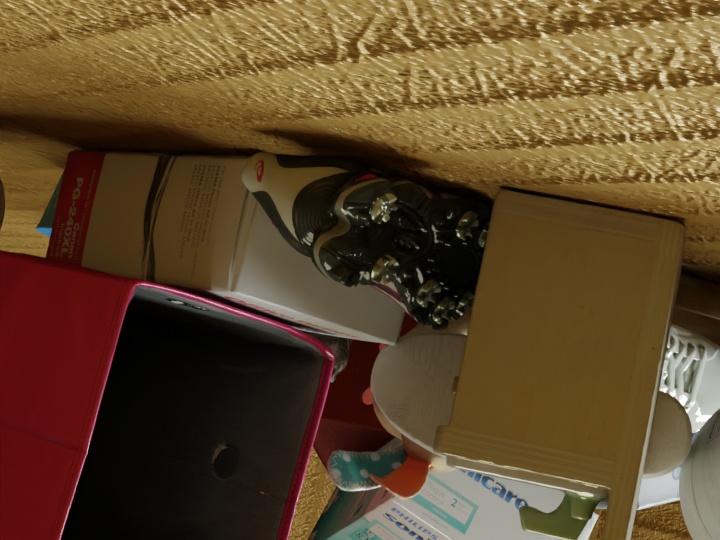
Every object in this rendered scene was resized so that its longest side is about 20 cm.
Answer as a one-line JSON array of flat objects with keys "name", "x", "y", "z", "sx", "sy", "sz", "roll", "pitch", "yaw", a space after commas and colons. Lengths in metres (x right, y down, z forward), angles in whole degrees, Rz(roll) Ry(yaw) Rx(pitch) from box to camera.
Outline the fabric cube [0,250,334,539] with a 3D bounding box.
[{"name": "fabric cube", "x": -0.167, "y": 0.104, "z": 1.073, "sx": 0.198, "sy": 0.201, "sz": 0.196, "roll": 11, "pitch": 173, "yaw": 39}]

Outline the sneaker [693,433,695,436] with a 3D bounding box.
[{"name": "sneaker", "x": 0.272, "y": 0.111, "z": 1.233, "sx": 0.199, "sy": 0.074, "sz": 0.082, "roll": 8, "pitch": -174, "yaw": -32}]

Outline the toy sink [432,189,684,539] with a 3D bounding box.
[{"name": "toy sink", "x": 0.108, "y": 0.070, "z": 0.982, "sx": 0.111, "sy": 0.201, "sz": 0.130, "roll": 10, "pitch": 175, "yaw": 11}]

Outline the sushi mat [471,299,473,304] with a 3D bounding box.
[{"name": "sushi mat", "x": 0.125, "y": 0.026, "z": 1.305, "sx": 0.199, "sy": 0.012, "sz": 0.096, "roll": 14, "pitch": -165, "yaw": -16}]

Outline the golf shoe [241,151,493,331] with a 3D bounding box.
[{"name": "golf shoe", "x": 0.014, "y": -0.026, "z": 0.984, "sx": 0.088, "sy": 0.077, "sz": 0.200, "roll": 32, "pitch": -178, "yaw": 30}]

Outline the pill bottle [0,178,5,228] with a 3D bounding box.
[{"name": "pill bottle", "x": -0.325, "y": -0.049, "z": 1.164, "sx": 0.199, "sy": 0.113, "sz": 0.112, "roll": 7, "pitch": 172, "yaw": 42}]

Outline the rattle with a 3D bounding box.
[{"name": "rattle", "x": 0.065, "y": 0.124, "z": 1.190, "sx": 0.129, "sy": 0.201, "sz": 0.144, "roll": 7, "pitch": 132, "yaw": 16}]

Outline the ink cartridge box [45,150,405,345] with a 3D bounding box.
[{"name": "ink cartridge box", "x": -0.080, "y": -0.016, "z": 1.105, "sx": 0.145, "sy": 0.084, "sz": 0.199, "roll": 19, "pitch": 172, "yaw": -41}]

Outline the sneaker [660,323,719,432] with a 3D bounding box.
[{"name": "sneaker", "x": 0.177, "y": 0.063, "z": 1.131, "sx": 0.199, "sy": 0.073, "sz": 0.085, "roll": 16, "pitch": 175, "yaw": -23}]

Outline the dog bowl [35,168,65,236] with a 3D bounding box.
[{"name": "dog bowl", "x": -0.137, "y": -0.030, "z": 1.270, "sx": 0.199, "sy": 0.050, "sz": 0.111, "roll": 18, "pitch": 171, "yaw": -42}]

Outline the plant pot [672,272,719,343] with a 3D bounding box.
[{"name": "plant pot", "x": 0.173, "y": 0.016, "z": 1.181, "sx": 0.199, "sy": 0.028, "sz": 0.200, "roll": 12, "pitch": 175, "yaw": 1}]

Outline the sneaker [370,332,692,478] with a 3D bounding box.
[{"name": "sneaker", "x": 0.105, "y": 0.092, "z": 1.092, "sx": 0.199, "sy": 0.076, "sz": 0.088, "roll": 14, "pitch": 173, "yaw": 13}]

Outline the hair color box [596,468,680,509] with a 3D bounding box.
[{"name": "hair color box", "x": 0.249, "y": 0.113, "z": 1.311, "sx": 0.199, "sy": 0.100, "sz": 0.060, "roll": -5, "pitch": 179, "yaw": -39}]

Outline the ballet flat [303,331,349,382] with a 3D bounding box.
[{"name": "ballet flat", "x": -0.042, "y": 0.047, "z": 1.240, "sx": 0.067, "sy": 0.047, "sz": 0.200, "roll": -6, "pitch": -171, "yaw": -11}]

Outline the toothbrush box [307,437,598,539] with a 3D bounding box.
[{"name": "toothbrush box", "x": 0.062, "y": 0.200, "z": 1.323, "sx": 0.146, "sy": 0.086, "sz": 0.200, "roll": 35, "pitch": 150, "yaw": -8}]

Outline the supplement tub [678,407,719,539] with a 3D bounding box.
[{"name": "supplement tub", "x": 0.280, "y": 0.103, "z": 1.008, "sx": 0.131, "sy": 0.133, "sz": 0.200, "roll": 13, "pitch": 151, "yaw": -10}]

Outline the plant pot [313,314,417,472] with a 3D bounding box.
[{"name": "plant pot", "x": 0.064, "y": 0.095, "z": 1.430, "sx": 0.199, "sy": 0.201, "sz": 0.176, "roll": 7, "pitch": 158, "yaw": 38}]
